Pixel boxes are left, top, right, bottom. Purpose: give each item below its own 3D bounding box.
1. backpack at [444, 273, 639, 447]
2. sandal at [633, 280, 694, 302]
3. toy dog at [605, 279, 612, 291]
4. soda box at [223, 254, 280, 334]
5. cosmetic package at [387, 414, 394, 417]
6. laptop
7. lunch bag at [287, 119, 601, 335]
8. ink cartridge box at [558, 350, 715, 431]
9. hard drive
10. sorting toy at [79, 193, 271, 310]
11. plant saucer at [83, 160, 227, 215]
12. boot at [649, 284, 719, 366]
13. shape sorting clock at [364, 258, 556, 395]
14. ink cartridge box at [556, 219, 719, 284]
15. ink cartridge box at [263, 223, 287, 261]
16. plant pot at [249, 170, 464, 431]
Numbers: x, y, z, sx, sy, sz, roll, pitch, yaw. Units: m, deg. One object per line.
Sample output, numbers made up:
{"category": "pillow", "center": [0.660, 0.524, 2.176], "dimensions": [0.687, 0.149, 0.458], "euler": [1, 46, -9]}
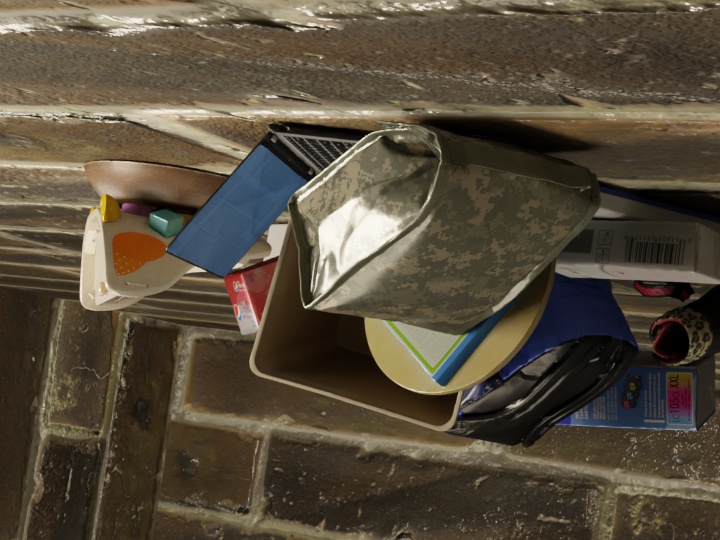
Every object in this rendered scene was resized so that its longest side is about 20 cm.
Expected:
{"category": "backpack", "center": [0.170, 0.070, 1.692], "dimensions": [0.200, 0.168, 0.162], "euler": [-36, 153, 32]}
{"category": "sandal", "center": [0.335, 0.013, 1.812], "dimensions": [0.075, 0.045, 0.200], "euler": [10, 174, -17]}
{"category": "toy dog", "center": [0.210, 0.042, 1.937], "dimensions": [0.200, 0.132, 0.096], "euler": [20, 132, -31]}
{"category": "soda box", "center": [-0.041, 0.005, 1.749], "dimensions": [0.200, 0.070, 0.063], "euler": [-20, -174, -24]}
{"category": "cosmetic package", "center": [0.099, 0.135, 1.977], "dimensions": [0.087, 0.104, 0.200], "euler": [11, 177, 13]}
{"category": "laptop", "center": [-0.039, -0.049, 1.395], "dimensions": [0.199, 0.116, 0.187], "euler": [7, 175, 11]}
{"category": "lunch bag", "center": [0.066, -0.044, 1.260], "dimensions": [0.164, 0.118, 0.200], "euler": [11, 148, -35]}
{"category": "ink cartridge box", "center": [0.295, 0.133, 1.861], "dimensions": [0.199, 0.077, 0.136], "euler": [3, -175, 21]}
{"category": "hard drive", "center": [0.229, -0.048, 1.471], "dimensions": [0.200, 0.025, 0.132], "euler": [12, 173, -31]}
{"category": "sorting toy", "center": [-0.191, -0.017, 1.701], "dimensions": [0.179, 0.107, 0.200], "euler": [1, 174, -17]}
{"category": "plant saucer", "center": [-0.195, -0.078, 1.723], "dimensions": [0.200, 0.037, 0.200], "euler": [8, 175, 1]}
{"category": "boot", "center": [0.378, 0.060, 1.823], "dimensions": [0.153, 0.074, 0.204], "euler": [-17, 177, -21]}
{"category": "shape sorting clock", "center": [0.084, 0.011, 1.394], "dimensions": [0.200, 0.201, 0.039], "euler": [3, 163, 41]}
{"category": "ink cartridge box", "center": [0.274, -0.005, 1.469], "dimensions": [0.162, 0.057, 0.200], "euler": [3, 167, 38]}
{"category": "ink cartridge box", "center": [0.000, 0.000, 1.950], "dimensions": [0.199, 0.085, 0.146], "euler": [11, 176, -26]}
{"category": "plant pot", "center": [0.033, 0.026, 1.568], "dimensions": [0.199, 0.201, 0.177], "euler": [16, -178, 12]}
